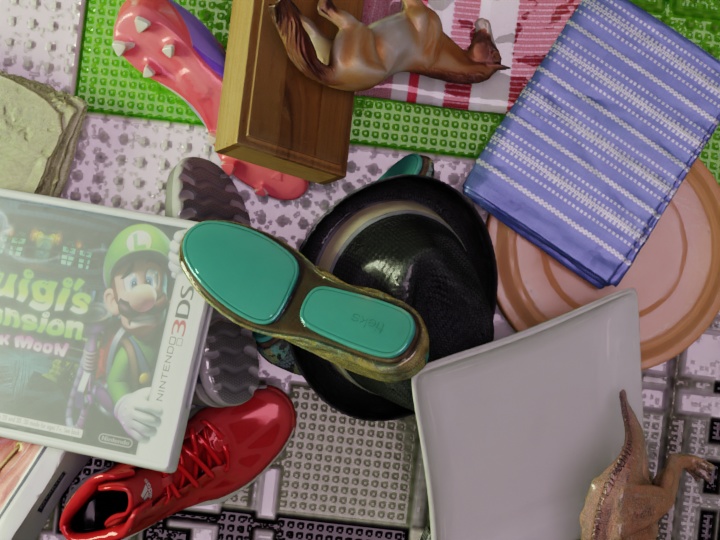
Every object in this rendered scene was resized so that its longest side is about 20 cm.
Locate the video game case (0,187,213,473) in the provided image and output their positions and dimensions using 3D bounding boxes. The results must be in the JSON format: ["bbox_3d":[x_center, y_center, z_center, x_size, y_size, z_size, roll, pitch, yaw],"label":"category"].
[{"bbox_3d":[-0.210,0.040,1.280,0.199,0.023,0.183,10,81,15],"label":"video game case"}]

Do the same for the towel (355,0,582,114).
[{"bbox_3d":[0.094,-0.197,1.366,0.199,0.023,0.145,7,89,1],"label":"towel"}]

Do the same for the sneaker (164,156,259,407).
[{"bbox_3d":[-0.132,0.010,1.331,0.075,0.082,0.201,13,66,-43],"label":"sneaker"}]

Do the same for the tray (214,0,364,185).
[{"bbox_3d":[-0.049,-0.175,1.313,0.098,0.037,0.201,15,73,-33],"label":"tray"}]

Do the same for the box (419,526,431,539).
[{"bbox_3d":[0.091,0.321,1.351,0.160,0.044,0.201,20,88,-2],"label":"box"}]

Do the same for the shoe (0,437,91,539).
[{"bbox_3d":[-0.257,0.129,1.323,0.091,0.072,0.200,29,76,13],"label":"shoe"}]

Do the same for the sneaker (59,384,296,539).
[{"bbox_3d":[-0.136,0.156,1.306,0.200,0.116,0.078,-34,92,-2],"label":"sneaker"}]

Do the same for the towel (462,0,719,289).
[{"bbox_3d":[0.188,-0.103,1.348,0.145,0.024,0.200,33,86,1],"label":"towel"}]

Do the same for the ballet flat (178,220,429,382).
[{"bbox_3d":[-0.040,0.026,1.228,0.199,0.071,0.071,23,88,21],"label":"ballet flat"}]

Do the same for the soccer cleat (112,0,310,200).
[{"bbox_3d":[-0.107,-0.139,1.343,0.200,0.077,0.067,43,125,-14],"label":"soccer cleat"}]

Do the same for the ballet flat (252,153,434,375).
[{"bbox_3d":[0.000,0.000,1.350,0.074,0.074,0.200,43,89,-1],"label":"ballet flat"}]

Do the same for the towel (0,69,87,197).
[{"bbox_3d":[-0.323,-0.099,1.342,0.199,0.036,0.149,22,89,-3],"label":"towel"}]

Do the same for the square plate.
[{"bbox_3d":[0.127,0.127,1.307,0.198,0.028,0.201,-19,119,-24],"label":"square plate"}]

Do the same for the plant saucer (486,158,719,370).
[{"bbox_3d":[0.198,-0.018,1.369,0.199,0.032,0.201,0,88,-3],"label":"plant saucer"}]

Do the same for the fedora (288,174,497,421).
[{"bbox_3d":[0.041,0.034,1.290,0.200,0.092,0.201,-11,116,-25],"label":"fedora"}]

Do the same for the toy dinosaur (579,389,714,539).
[{"bbox_3d":[0.187,0.194,1.283,0.135,0.086,0.201,-2,98,-38],"label":"toy dinosaur"}]

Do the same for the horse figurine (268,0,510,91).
[{"bbox_3d":[0.010,-0.185,1.304,0.200,0.050,0.133,-21,94,-36],"label":"horse figurine"}]
